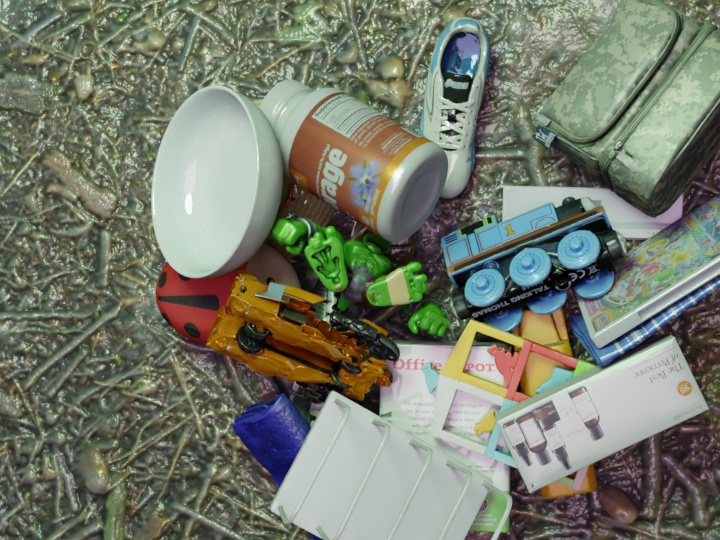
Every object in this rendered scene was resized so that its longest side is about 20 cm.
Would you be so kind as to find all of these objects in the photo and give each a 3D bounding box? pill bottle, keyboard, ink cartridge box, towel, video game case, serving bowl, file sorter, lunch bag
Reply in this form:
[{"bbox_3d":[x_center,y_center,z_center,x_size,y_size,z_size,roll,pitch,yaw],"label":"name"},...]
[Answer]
[{"bbox_3d":[-0.015,-0.123,1.156,0.199,0.112,0.113,32,97,25],"label":"pill bottle"},{"bbox_3d":[0.259,-0.065,1.221,0.198,0.011,0.057,2,87,10],"label":"keyboard"},{"bbox_3d":[0.096,0.180,1.218,0.144,0.084,0.203,1,92,10],"label":"ink cartridge box"},{"bbox_3d":[0.314,0.021,1.144,0.199,0.145,0.024,-37,100,8],"label":"towel"},{"bbox_3d":[0.318,-0.005,1.136,0.199,0.143,0.018,-34,105,14],"label":"video game case"},{"bbox_3d":[-0.143,-0.089,1.155,0.199,0.065,0.203,-10,77,47],"label":"serving bowl"},{"bbox_3d":[-0.061,0.232,1.213,0.049,0.148,0.201,-39,93,-24],"label":"towel"},{"bbox_3d":[0.031,0.233,1.094,0.199,0.125,0.140,29,83,-5],"label":"file sorter"},{"bbox_3d":[0.298,-0.178,1.150,0.167,0.139,0.201,40,98,23],"label":"lunch bag"}]

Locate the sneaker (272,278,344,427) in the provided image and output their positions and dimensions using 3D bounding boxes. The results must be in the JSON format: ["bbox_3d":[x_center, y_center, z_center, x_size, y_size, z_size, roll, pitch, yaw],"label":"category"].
[{"bbox_3d":[-0.066,0.092,1.255,0.089,0.066,0.202,8,95,8],"label":"sneaker"}]

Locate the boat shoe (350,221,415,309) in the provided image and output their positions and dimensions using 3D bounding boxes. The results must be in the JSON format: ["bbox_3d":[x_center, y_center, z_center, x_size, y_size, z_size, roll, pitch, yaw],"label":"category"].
[{"bbox_3d":[0.028,-0.057,1.244,0.072,0.063,0.203,8,100,-1],"label":"boat shoe"}]

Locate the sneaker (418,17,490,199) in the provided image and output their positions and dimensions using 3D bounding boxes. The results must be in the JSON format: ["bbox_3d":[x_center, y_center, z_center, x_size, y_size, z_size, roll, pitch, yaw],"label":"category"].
[{"bbox_3d":[0.101,-0.181,1.213,0.071,0.072,0.202,8,94,8],"label":"sneaker"}]

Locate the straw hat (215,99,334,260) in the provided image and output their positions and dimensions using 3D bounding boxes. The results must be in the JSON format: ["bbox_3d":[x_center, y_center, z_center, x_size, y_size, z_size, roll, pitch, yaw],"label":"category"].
[{"bbox_3d":[-0.124,-0.099,1.249,0.199,0.085,0.204,0,92,11],"label":"straw hat"}]

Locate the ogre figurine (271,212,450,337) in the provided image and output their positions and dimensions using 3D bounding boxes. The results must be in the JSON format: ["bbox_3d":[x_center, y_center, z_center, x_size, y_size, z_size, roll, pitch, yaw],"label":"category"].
[{"bbox_3d":[0.000,0.000,1.162,0.198,0.120,0.099,11,97,-3],"label":"ogre figurine"}]

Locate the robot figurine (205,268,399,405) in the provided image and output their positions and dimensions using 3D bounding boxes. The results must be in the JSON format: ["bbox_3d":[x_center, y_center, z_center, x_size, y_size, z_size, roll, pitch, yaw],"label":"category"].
[{"bbox_3d":[-0.055,0.075,1.157,0.198,0.059,0.145,22,137,-12],"label":"robot figurine"}]

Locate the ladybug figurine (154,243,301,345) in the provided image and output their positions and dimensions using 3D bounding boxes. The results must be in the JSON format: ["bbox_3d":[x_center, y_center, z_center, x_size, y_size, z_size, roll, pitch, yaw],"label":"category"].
[{"bbox_3d":[-0.161,0.029,1.244,0.198,0.072,0.137,-2,99,31],"label":"ladybug figurine"}]

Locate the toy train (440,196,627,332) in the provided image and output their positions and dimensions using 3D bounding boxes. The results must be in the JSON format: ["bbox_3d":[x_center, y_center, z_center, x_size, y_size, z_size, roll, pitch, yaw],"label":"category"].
[{"bbox_3d":[0.184,-0.014,1.176,0.198,0.087,0.115,-23,49,15],"label":"toy train"}]

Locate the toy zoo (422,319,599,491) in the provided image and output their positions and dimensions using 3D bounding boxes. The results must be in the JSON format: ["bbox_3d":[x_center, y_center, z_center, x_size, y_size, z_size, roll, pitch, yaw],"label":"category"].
[{"bbox_3d":[0.159,0.136,1.154,0.198,0.020,0.132,20,93,5],"label":"toy zoo"}]

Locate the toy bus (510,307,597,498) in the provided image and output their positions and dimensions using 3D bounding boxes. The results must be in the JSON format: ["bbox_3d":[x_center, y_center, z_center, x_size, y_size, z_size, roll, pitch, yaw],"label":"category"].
[{"bbox_3d":[0.210,0.140,1.199,0.064,0.078,0.202,-11,90,10],"label":"toy bus"}]

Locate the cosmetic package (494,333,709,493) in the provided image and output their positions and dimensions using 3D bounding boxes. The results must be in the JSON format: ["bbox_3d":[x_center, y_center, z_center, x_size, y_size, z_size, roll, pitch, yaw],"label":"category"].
[{"bbox_3d":[0.243,0.145,1.109,0.199,0.051,0.083,-27,90,6],"label":"cosmetic package"}]
